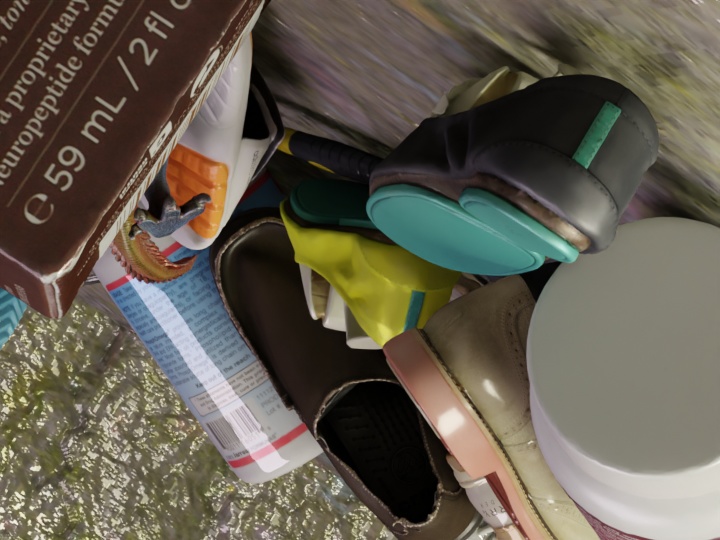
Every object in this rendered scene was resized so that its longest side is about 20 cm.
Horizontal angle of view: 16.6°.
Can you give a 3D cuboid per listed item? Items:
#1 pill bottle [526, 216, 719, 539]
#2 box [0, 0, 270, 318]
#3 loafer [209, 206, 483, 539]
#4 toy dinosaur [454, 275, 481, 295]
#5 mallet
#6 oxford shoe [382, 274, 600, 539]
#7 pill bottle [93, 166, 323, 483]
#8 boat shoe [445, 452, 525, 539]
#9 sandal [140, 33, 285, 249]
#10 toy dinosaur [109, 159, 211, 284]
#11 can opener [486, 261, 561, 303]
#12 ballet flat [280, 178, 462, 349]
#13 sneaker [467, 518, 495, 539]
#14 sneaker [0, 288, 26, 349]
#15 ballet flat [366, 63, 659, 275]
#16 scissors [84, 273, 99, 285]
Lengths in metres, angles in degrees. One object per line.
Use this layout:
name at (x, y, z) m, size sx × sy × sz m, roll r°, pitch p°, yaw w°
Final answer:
pill bottle at (0.128, 0.057, 0.948) m, size 0.114 × 0.115 × 0.200 m, roll 30°, pitch 172°, yaw 22°
box at (-0.140, -0.107, 0.840) m, size 0.199 × 0.166 × 0.164 m, roll 33°, pitch 173°, yaw -3°
loafer at (-0.005, 0.050, 1.224) m, size 0.200 × 0.073 × 0.071 m, roll 52°, pitch -178°, yaw 8°
toy dinosaur at (0.072, 0.032, 1.300) m, size 0.101 × 0.059 × 0.200 m, roll 18°, pitch 174°, yaw -1°
mallet at (-0.040, -0.066, 1.174) m, size 0.199 × 0.041 × 0.066 m, roll 19°, pitch 168°, yaw 46°
oxford shoe at (0.083, 0.071, 1.069) m, size 0.071 × 0.074 × 0.200 m, roll 55°, pitch -177°, yaw 37°
pill bottle at (-0.074, 0.005, 1.319) m, size 0.201 × 0.109 × 0.109 m, roll 56°, pitch 168°, yaw -8°
boat shoe at (0.101, 0.103, 1.242) m, size 0.200 × 0.073 × 0.070 m, roll -12°, pitch -101°, yaw -65°
sandal at (-0.064, -0.079, 1.110) m, size 0.079 × 0.059 × 0.207 m, roll 48°, pitch 153°, yaw 11°
toy dinosaur at (-0.144, -0.093, 1.067) m, size 0.200 × 0.104 × 0.182 m, roll 107°, pitch 142°, yaw -72°
can opener at (0.072, 0.017, 1.093) m, size 0.053 × 0.067 × 0.200 m, roll 29°, pitch 171°, yaw 22°
ballet flat at (0.000, 0.000, 1.160) m, size 0.066 × 0.068 × 0.200 m, roll 5°, pitch -172°, yaw -14°
sneaker at (0.069, 0.141, 1.282) m, size 0.086 × 0.075 × 0.201 m, roll 24°, pitch -150°, yaw -39°
sneaker at (-0.191, -0.039, 1.071) m, size 0.080 × 0.201 × 0.076 m, roll -18°, pitch 146°, yaw 24°
ballet flat at (0.054, -0.037, 0.847) m, size 0.073 × 0.073 × 0.200 m, roll 35°, pitch 173°, yaw -9°
scissors at (-0.099, -0.006, 1.434) m, size 0.199 × 0.014 × 0.073 m, roll -6°, pitch 175°, yaw 8°
